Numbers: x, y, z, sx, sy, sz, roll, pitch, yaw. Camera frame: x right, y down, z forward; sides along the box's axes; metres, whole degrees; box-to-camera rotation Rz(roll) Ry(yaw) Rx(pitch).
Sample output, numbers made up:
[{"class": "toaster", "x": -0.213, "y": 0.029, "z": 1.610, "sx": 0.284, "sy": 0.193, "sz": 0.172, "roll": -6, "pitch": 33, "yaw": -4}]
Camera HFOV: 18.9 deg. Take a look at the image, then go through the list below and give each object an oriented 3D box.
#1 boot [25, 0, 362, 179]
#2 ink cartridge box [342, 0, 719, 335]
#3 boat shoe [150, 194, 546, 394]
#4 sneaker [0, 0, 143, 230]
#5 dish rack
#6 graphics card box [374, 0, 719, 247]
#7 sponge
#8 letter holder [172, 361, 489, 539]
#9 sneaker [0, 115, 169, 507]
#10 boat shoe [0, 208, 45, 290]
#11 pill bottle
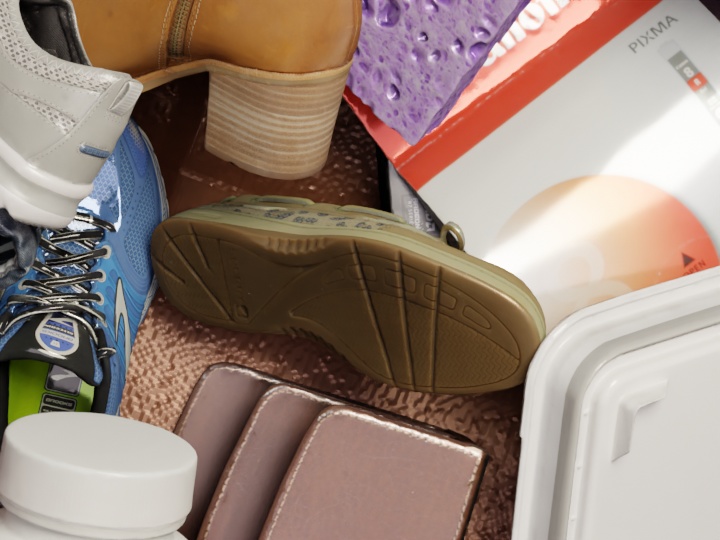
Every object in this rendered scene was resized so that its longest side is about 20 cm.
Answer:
[{"class": "boot", "x": -0.086, "y": -0.139, "z": 0.903, "sx": 0.199, "sy": 0.077, "sz": 0.156, "roll": 26, "pitch": 124, "yaw": 27}, {"class": "ink cartridge box", "x": 0.100, "y": -0.067, "z": 0.982, "sx": 0.162, "sy": 0.050, "sz": 0.200, "roll": -37, "pitch": 100, "yaw": -3}, {"class": "boat shoe", "x": 0.000, "y": 0.000, "z": 0.969, "sx": 0.199, "sy": 0.063, "sz": 0.074, "roll": 16, "pitch": 124, "yaw": 28}, {"class": "sneaker", "x": -0.157, "y": -0.111, "z": 0.894, "sx": 0.082, "sy": 0.075, "sz": 0.200, "roll": -45, "pitch": 71, "yaw": 14}, {"class": "dish rack", "x": 0.145, "y": 0.100, "z": 0.974, "sx": 0.171, "sy": 0.043, "sz": 0.201, "roll": -15, "pitch": 123, "yaw": -33}, {"class": "graphics card box", "x": 0.105, "y": -0.075, "z": 1.033, "sx": 0.199, "sy": 0.051, "sz": 0.126, "roll": -4, "pitch": 91, "yaw": -5}, {"class": "sponge", "x": 0.036, "y": -0.159, "z": 0.889, "sx": 0.112, "sy": 0.030, "sz": 0.200, "roll": 42, "pitch": 125, "yaw": 8}, {"class": "letter holder", "x": -0.041, "y": 0.154, "z": 0.997, "sx": 0.141, "sy": 0.101, "sz": 0.201, "roll": 17, "pitch": 89, "yaw": -3}, {"class": "sneaker", "x": -0.130, "y": 0.019, "z": 0.991, "sx": 0.078, "sy": 0.089, "sz": 0.201, "roll": 7, "pitch": 88, "yaw": -6}, {"class": "boat shoe", "x": -0.221, "y": -0.029, "z": 0.948, "sx": 0.199, "sy": 0.091, "sz": 0.071, "roll": -7, "pitch": 126, "yaw": 20}, {"class": "pill bottle", "x": -0.125, "y": 0.168, "z": 0.928, "sx": 0.112, "sy": 0.112, "sz": 0.201, "roll": 9, "pitch": 101, "yaw": -5}]
